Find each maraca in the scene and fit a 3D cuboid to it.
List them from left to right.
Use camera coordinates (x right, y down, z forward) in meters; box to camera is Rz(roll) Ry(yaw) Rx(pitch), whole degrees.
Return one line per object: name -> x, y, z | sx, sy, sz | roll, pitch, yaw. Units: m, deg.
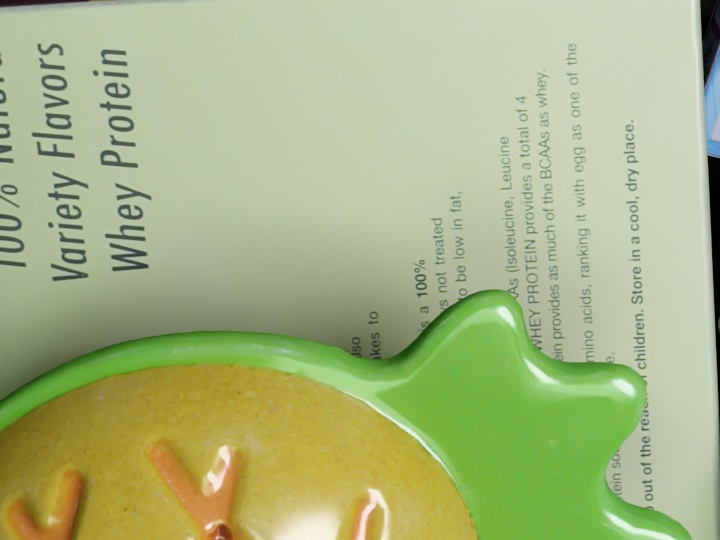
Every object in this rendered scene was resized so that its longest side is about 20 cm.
maraca -> -0.019, 0.074, 0.712 | 0.199, 0.107, 0.138 | -16, 113, 10

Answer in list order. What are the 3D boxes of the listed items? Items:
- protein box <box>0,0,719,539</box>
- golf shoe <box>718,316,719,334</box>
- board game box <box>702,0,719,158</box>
protein box -> 0.000, 0.000, 0.815 | 0.199, 0.135, 0.199 | -3, 108, 7
golf shoe -> 0.170, 0.079, 0.793 | 0.200, 0.092, 0.075 | 31, 142, -27
board game box -> 0.211, -0.075, 0.864 | 0.199, 0.034, 0.135 | 16, 107, -3
